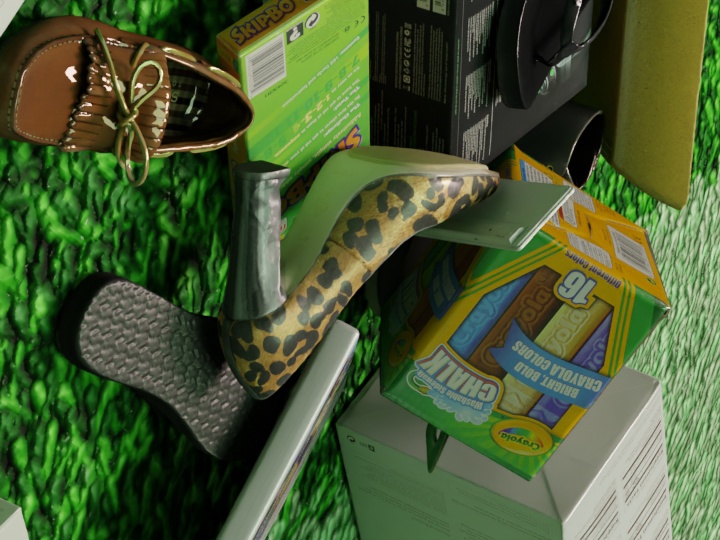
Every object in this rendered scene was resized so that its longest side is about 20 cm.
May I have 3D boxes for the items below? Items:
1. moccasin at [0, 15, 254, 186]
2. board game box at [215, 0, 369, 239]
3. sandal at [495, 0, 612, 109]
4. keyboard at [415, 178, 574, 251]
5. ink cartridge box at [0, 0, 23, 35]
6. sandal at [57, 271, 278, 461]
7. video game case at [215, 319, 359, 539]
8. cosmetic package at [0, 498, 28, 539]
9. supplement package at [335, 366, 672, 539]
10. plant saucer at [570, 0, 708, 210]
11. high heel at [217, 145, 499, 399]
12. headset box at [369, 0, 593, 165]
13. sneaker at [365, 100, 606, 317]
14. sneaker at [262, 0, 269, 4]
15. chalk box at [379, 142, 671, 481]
[{"bbox_3d":[-0.126,-0.088,1.252,0.201,0.078,0.074,9,103,-62],"label":"moccasin"},{"bbox_3d":[-0.037,-0.094,1.409,0.096,0.030,0.200,-35,150,-21],"label":"board game box"},{"bbox_3d":[0.142,-0.190,1.501,0.200,0.043,0.076,-61,151,-18],"label":"sandal"},{"bbox_3d":[0.059,-0.041,1.507,0.056,0.200,0.011,-41,115,-22],"label":"keyboard"},{"bbox_3d":[-0.250,-0.112,0.939,0.200,0.146,0.147,-60,152,-18],"label":"ink cartridge box"},{"bbox_3d":[-0.115,0.052,1.417,0.200,0.048,0.075,40,74,-48],"label":"sandal"},{"bbox_3d":[-0.059,0.137,1.516,0.200,0.023,0.182,-62,177,-13],"label":"video game case"},{"bbox_3d":[-0.224,0.198,1.247,0.085,0.108,0.200,-47,147,-36],"label":"cosmetic package"},{"bbox_3d":[0.110,0.159,1.726,0.147,0.191,0.200,-50,148,-31],"label":"supplement package"},{"bbox_3d":[0.176,-0.169,1.671,0.048,0.200,0.200,-10,125,-17],"label":"plant saucer"},{"bbox_3d":[0.000,0.000,1.437,0.200,0.071,0.143,-6,108,-35],"label":"high heel"},{"bbox_3d":[0.075,-0.175,1.538,0.200,0.093,0.174,-39,140,-44],"label":"headset box"},{"bbox_3d":[0.085,-0.046,1.630,0.200,0.106,0.075,-63,152,-8],"label":"sneaker"},{"bbox_3d":[0.015,-0.205,1.383,0.074,0.118,0.201,-14,122,-59],"label":"sneaker"},{"bbox_3d":[0.091,0.043,1.560,0.200,0.124,0.125,-52,-164,20],"label":"chalk box"}]
